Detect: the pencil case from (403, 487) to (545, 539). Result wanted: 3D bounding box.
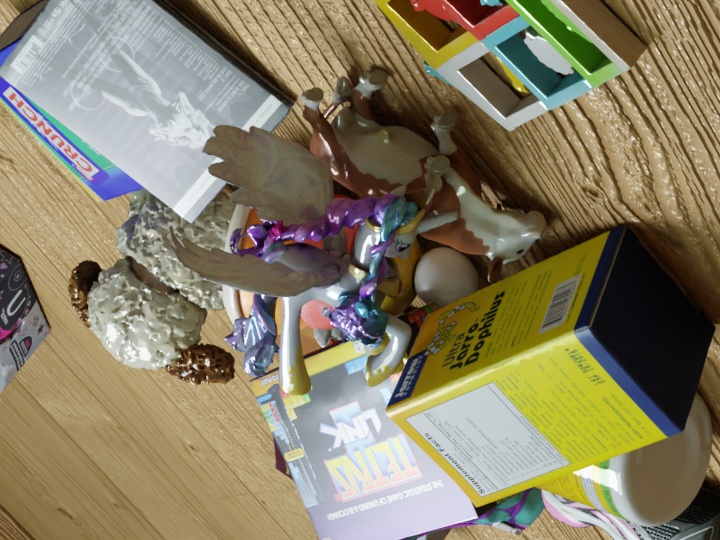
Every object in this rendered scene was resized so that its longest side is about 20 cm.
[{"bbox_3d":[0.080,0.196,1.781,0.085,0.199,0.093,-28,71,43],"label":"pencil case"}]

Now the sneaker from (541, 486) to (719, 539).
[{"bbox_3d":[0.218,0.179,1.673,0.199,0.080,0.087,10,135,42],"label":"sneaker"}]

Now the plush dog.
[{"bbox_3d":[-0.163,0.007,1.756,0.199,0.172,0.160,31,-178,18],"label":"plush dog"}]

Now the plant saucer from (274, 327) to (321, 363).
[{"bbox_3d":[-0.019,0.093,1.939,0.200,0.038,0.200,34,159,14],"label":"plant saucer"}]

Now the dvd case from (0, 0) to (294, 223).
[{"bbox_3d":[-0.171,-0.145,1.598,0.200,0.016,0.149,38,124,-10],"label":"dvd case"}]

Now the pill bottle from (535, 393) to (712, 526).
[{"bbox_3d":[0.166,0.121,1.582,0.199,0.111,0.111,16,150,46],"label":"pill bottle"}]

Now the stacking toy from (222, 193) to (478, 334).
[{"bbox_3d":[0.000,0.000,1.627,0.199,0.147,0.146,12,150,21],"label":"stacking toy"}]

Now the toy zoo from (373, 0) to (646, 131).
[{"bbox_3d":[0.083,-0.153,1.281,0.131,0.020,0.200,43,159,-11],"label":"toy zoo"}]

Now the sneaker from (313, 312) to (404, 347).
[{"bbox_3d":[0.045,0.087,1.771,0.199,0.077,0.082,27,163,30],"label":"sneaker"}]

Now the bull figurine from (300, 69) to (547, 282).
[{"bbox_3d":[0.041,-0.072,1.462,0.199,0.065,0.122,26,152,24],"label":"bull figurine"}]

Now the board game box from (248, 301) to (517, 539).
[{"bbox_3d":[0.015,0.132,1.623,0.200,0.057,0.166,-25,88,49],"label":"board game box"}]

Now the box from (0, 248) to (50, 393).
[{"bbox_3d":[-0.479,0.043,2.493,0.132,0.115,0.200,30,159,18],"label":"box"}]

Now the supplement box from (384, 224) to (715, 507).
[{"bbox_3d":[0.134,0.071,1.439,0.199,0.110,0.109,-26,117,40],"label":"supplement box"}]

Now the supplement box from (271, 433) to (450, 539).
[{"bbox_3d":[0.003,0.222,2.134,0.199,0.061,0.109,32,158,14],"label":"supplement box"}]

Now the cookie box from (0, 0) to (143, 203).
[{"bbox_3d":[-0.227,-0.151,1.726,0.171,0.075,0.200,45,158,-16],"label":"cookie box"}]

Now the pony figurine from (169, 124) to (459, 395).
[{"bbox_3d":[-0.037,-0.003,1.448,0.192,0.167,0.201,13,135,0],"label":"pony figurine"}]
